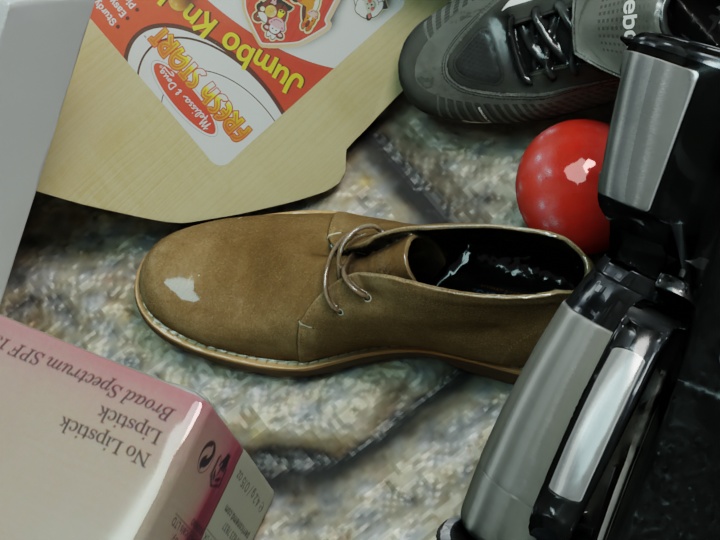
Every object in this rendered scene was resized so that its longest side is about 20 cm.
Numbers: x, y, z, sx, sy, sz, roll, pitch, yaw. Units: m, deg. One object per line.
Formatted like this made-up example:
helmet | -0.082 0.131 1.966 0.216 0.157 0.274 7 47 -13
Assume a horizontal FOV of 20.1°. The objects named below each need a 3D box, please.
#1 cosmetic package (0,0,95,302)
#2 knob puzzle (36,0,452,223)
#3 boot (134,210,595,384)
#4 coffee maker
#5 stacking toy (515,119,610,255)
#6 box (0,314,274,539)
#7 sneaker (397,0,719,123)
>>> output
cosmetic package | -0.198 -0.061 0.816 0.151 0.052 0.201 38 123 26
knob puzzle | -0.078 -0.109 0.846 0.218 0.030 0.221 -1 95 -12
boot | 0.000 0.000 0.802 0.199 0.076 0.074 4 68 14
coffee maker | 0.148 0.039 0.700 0.191 0.135 0.201 21 97 -7
stacking toy | 0.159 -0.038 0.792 0.199 0.085 0.086 -6 65 17
box | -0.138 0.130 0.752 0.127 0.109 0.201 20 71 19
sneaker | 0.103 -0.098 0.793 0.199 0.090 0.067 -8 93 19
